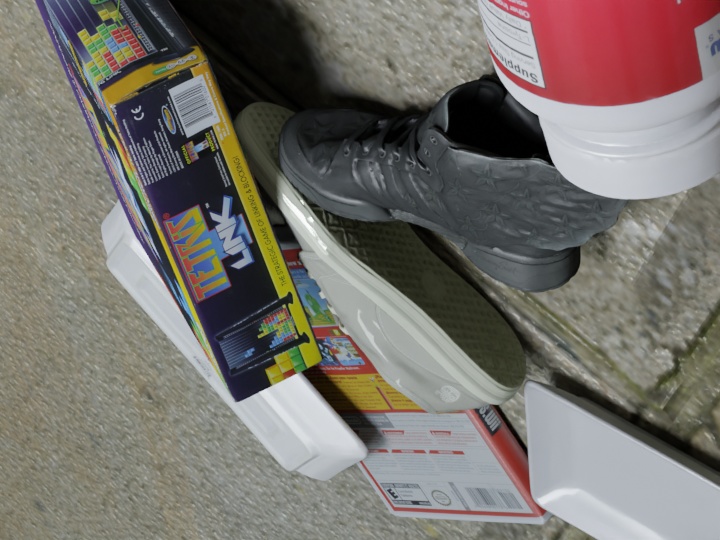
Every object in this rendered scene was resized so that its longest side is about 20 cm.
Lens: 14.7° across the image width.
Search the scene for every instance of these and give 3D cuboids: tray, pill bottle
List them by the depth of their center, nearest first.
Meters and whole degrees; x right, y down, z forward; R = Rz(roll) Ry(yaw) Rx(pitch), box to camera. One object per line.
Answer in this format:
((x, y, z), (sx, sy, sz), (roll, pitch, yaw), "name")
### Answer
((0.096, -0.128, 1.075), (0.112, 0.112, 0.200), (22, 145, 35), "pill bottle")
((0.170, 0.126, 1.411), (0.200, 0.022, 0.108), (29, 147, 27), "tray")
((-0.080, 0.043, 1.591), (0.200, 0.022, 0.107), (49, 163, 0), "tray")

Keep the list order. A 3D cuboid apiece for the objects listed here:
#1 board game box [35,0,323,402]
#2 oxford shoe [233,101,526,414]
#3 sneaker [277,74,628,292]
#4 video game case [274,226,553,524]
((-0.097, -0.058, 1.414), (0.165, 0.057, 0.200), (53, 167, 51), "board game box")
((0.000, 0.000, 1.407), (0.058, 0.075, 0.200), (-35, 103, 35), "oxford shoe")
((0.045, -0.057, 1.299), (0.199, 0.060, 0.104), (26, 146, 24), "sneaker")
((0.012, 0.058, 1.533), (0.143, 0.017, 0.200), (-3, 126, 55), "video game case")
